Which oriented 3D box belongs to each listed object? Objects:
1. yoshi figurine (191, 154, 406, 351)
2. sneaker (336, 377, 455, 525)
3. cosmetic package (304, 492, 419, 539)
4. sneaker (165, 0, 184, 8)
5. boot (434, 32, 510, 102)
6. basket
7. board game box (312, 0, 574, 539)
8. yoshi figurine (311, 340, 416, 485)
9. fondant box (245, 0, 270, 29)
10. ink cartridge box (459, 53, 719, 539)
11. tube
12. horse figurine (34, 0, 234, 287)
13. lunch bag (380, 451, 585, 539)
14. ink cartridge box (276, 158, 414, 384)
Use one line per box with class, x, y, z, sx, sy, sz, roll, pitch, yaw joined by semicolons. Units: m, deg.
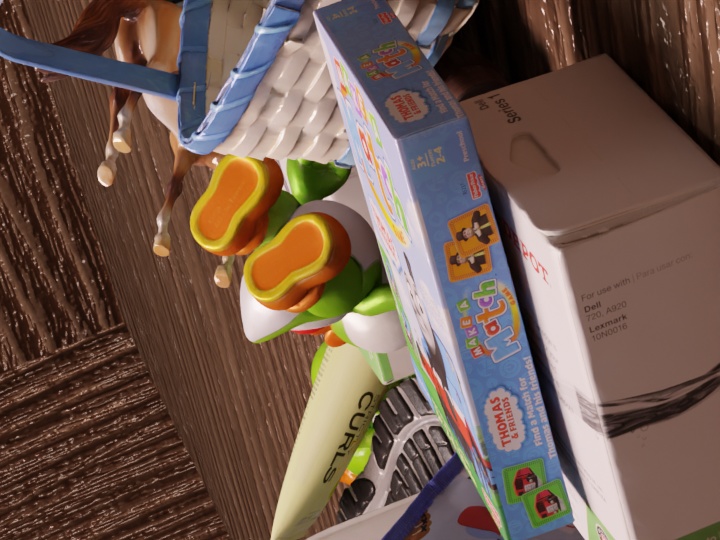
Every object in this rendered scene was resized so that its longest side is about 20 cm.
yoshi figurine;0.007;-0.014;1.488;0.200;0.111;0.113;23;-113;-58
sneaker;0.055;0.120;1.790;0.078;0.090;0.200;64;147;23
cosmetic package;0.069;0.251;1.722;0.165;0.164;0.201;91;155;-65
sneaker;-0.097;-0.224;1.475;0.077;0.086;0.201;2;124;36
boot;0.049;-0.065;1.443;0.200;0.064;0.187;-123;18;-56
basket;-0.058;-0.139;1.315;0.177;0.199;0.140;-53;32;39
board game box;0.035;-0.004;1.216;0.151;0.036;0.201;-119;12;-62
yoshi figurine;0.005;0.083;1.894;0.200;0.111;0.113;123;133;-72
fondant box;-0.038;-0.159;1.507;0.200;0.058;0.145;-126;32;-86
ink cartridge box;0.114;0.028;1.200;0.146;0.084;0.201;-125;16;-58
tube;-0.009;0.083;1.780;0.052;0.058;0.201;33;103;55
horse figurine;-0.101;-0.085;1.488;0.200;0.050;0.133;53;-142;-48
lunch bag;0.091;0.182;1.455;0.170;0.124;0.200;40;160;11
ink cartridge box;0.001;-0.049;1.669;0.200;0.084;0.146;-127;17;-57
